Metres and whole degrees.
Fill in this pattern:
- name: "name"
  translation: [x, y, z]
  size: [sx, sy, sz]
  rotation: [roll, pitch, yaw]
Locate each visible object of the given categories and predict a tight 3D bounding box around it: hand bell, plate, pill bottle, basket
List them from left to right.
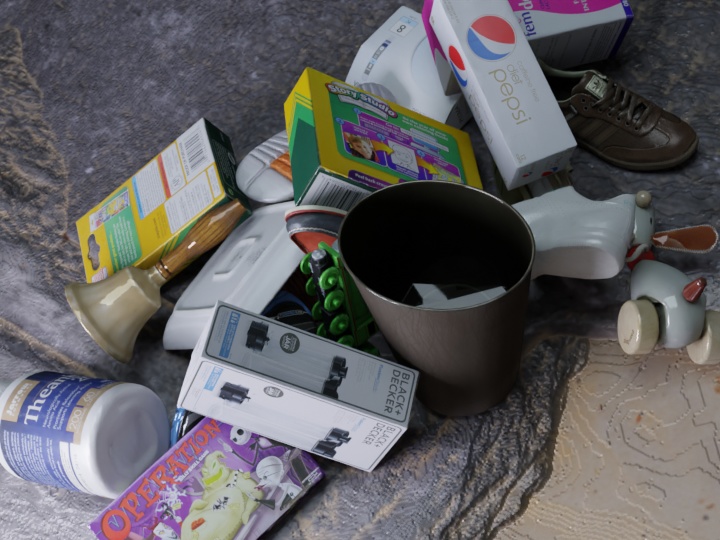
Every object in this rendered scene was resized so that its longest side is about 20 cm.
- name: "pill bottle"
  translation: [-0.294, 0.158, 1.442]
  size: [0.198, 0.111, 0.112]
  rotation: [4, 56, 37]
- name: "hand bell"
  translation: [-0.198, -0.005, 1.514]
  size: [0.199, 0.104, 0.104]
  rotation: [-38, 50, 4]
- name: "plate"
  translation: [-0.118, -0.004, 1.487]
  size: [0.200, 0.032, 0.199]
  rotation: [-52, 20, -20]
- name: "basket"
  translation: [0.083, 0.035, 1.331]
  size: [0.179, 0.201, 0.137]
  rotation: [14, 58, 23]

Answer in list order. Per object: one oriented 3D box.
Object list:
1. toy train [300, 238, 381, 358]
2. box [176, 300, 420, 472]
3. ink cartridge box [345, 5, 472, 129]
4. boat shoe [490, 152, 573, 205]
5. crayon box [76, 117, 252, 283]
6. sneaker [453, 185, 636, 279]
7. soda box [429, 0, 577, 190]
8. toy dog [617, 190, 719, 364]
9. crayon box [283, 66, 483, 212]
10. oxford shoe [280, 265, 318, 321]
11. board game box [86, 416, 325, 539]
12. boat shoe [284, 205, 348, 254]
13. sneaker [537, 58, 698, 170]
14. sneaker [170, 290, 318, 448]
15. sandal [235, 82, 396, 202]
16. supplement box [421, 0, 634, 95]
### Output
- name: "toy train"
  translation: [-0.013, 0.048, 1.371]
  size: [0.056, 0.201, 0.042]
  rotation: [-34, 48, -22]
- name: "box"
  translation: [-0.058, 0.109, 1.334]
  size: [0.198, 0.117, 0.061]
  rotation: [20, 57, -10]
- name: "ink cartridge box"
  translation: [0.042, -0.194, 1.622]
  size: [0.160, 0.047, 0.200]
  rotation: [33, 69, 35]
- name: "boat shoe"
  translation: [0.182, -0.086, 1.476]
  size: [0.068, 0.075, 0.202]
  rotation: [-8, 61, -10]
- name: "crayon box"
  translation: [-0.218, -0.058, 1.595]
  size: [0.199, 0.051, 0.126]
  rotation: [-36, 47, 18]
- name: "sneaker"
  translation: [0.165, -0.043, 1.355]
  size: [0.198, 0.075, 0.089]
  rotation: [5, 56, 34]
- name: "soda box"
  translation: [0.138, -0.187, 1.432]
  size: [0.068, 0.064, 0.202]
  rotation: [-21, 75, -9]
- name: "toy dog"
  translation: [0.277, -0.007, 1.342]
  size: [0.131, 0.097, 0.201]
  rotation: [-12, 53, -29]
- name: "crayon box"
  translation: [0.026, -0.103, 1.459]
  size: [0.058, 0.198, 0.173]
  rotation: [-55, 27, 31]
- name: "oxford shoe"
  translation: [-0.035, -0.006, 1.515]
  size: [0.199, 0.071, 0.074]
  rotation: [-30, 25, -1]
- name: "board game box"
  translation: [-0.144, 0.217, 1.368]
  size: [0.200, 0.032, 0.120]
  rotation: [-43, 78, -12]
- name: "boat shoe"
  translation: [0.000, 0.000, 1.404]
  size: [0.071, 0.199, 0.063]
  rotation: [-9, 59, 41]
- name: "sneaker"
  translation: [0.251, -0.163, 1.500]
  size: [0.199, 0.076, 0.071]
  rotation: [21, 64, 33]
- name: "sneaker"
  translation: [-0.115, 0.114, 1.435]
  size: [0.083, 0.071, 0.200]
  rotation: [40, 86, 6]
- name: "sandal"
  translation: [-0.041, -0.126, 1.585]
  size: [0.206, 0.059, 0.079]
  rotation: [-35, 63, -20]
- name: "supplement box"
  translation: [0.174, -0.270, 1.545]
  size: [0.198, 0.103, 0.102]
  rotation: [-15, 75, -6]
